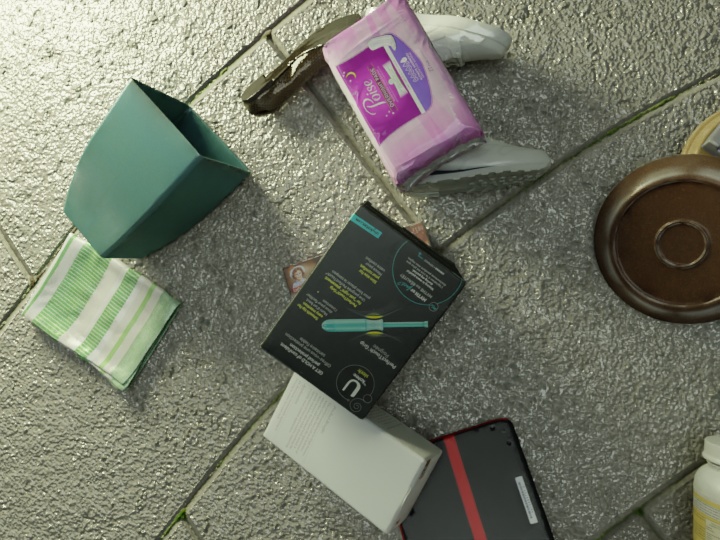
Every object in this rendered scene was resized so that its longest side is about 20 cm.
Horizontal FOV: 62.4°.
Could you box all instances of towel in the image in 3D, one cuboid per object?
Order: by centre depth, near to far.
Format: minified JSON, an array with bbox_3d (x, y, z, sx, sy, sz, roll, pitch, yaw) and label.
[{"bbox_3d":[-0.374,0.057,0.852,0.199,0.023,0.153,32,91,10],"label":"towel"}]

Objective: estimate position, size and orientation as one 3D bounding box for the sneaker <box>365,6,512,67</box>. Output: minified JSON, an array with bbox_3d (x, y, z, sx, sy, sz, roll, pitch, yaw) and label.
[{"bbox_3d":[0.089,-0.269,0.779,0.199,0.074,0.116,14,91,19],"label":"sneaker"}]

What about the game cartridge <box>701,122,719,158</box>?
[{"bbox_3d":[0.504,-0.131,0.653,0.200,0.038,0.130,40,87,14],"label":"game cartridge"}]

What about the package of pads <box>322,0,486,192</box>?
[{"bbox_3d":[0.051,-0.208,0.712,0.120,0.076,0.201,-30,81,12],"label":"package of pads"}]

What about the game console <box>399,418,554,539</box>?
[{"bbox_3d":[0.133,0.301,0.727,0.176,0.031,0.201,-18,66,3],"label":"game console"}]

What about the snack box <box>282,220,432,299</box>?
[{"bbox_3d":[0.000,0.000,0.794,0.199,0.024,0.072,-18,86,7],"label":"snack box"}]

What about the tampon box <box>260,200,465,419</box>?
[{"bbox_3d":[0.004,0.040,0.717,0.149,0.126,0.201,36,100,-2],"label":"tampon box"}]

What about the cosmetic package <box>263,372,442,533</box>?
[{"bbox_3d":[-0.012,0.212,0.731,0.199,0.074,0.102,31,98,24],"label":"cosmetic package"}]

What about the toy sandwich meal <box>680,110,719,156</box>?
[{"bbox_3d":[0.473,-0.099,0.707,0.203,0.070,0.207,-2,81,11],"label":"toy sandwich meal"}]

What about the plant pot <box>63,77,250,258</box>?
[{"bbox_3d":[-0.283,-0.115,0.795,0.141,0.141,0.200,46,101,9],"label":"plant pot"}]

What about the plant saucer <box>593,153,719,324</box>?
[{"bbox_3d":[0.372,-0.032,0.688,0.199,0.032,0.202,8,105,31],"label":"plant saucer"}]

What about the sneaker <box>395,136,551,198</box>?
[{"bbox_3d":[0.141,-0.145,0.761,0.198,0.076,0.081,-2,76,8],"label":"sneaker"}]

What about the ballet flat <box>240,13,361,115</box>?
[{"bbox_3d":[-0.075,-0.278,0.817,0.200,0.067,0.046,-38,126,2],"label":"ballet flat"}]

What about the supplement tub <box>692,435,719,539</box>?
[{"bbox_3d":[0.440,0.292,0.642,0.144,0.145,0.202,2,87,9],"label":"supplement tub"}]
